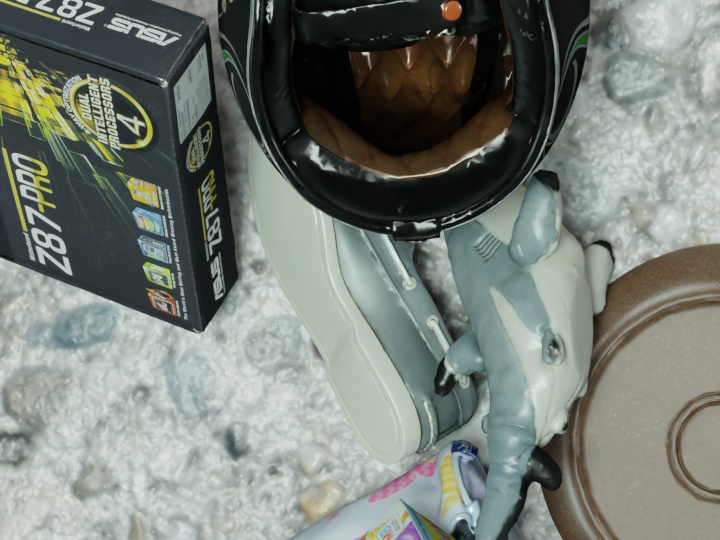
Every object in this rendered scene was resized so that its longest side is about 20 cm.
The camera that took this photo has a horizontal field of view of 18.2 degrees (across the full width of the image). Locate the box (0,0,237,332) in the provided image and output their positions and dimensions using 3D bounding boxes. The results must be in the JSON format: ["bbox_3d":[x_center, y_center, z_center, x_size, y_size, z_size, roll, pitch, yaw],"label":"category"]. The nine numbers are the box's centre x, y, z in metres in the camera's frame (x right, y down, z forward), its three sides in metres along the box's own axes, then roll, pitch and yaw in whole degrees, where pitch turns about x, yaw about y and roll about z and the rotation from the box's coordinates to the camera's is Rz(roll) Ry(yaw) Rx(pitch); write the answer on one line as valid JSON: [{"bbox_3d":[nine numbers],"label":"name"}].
[{"bbox_3d":[-0.147,-0.067,1.120,0.160,0.201,0.049,22,57,16],"label":"box"}]

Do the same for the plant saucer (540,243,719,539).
[{"bbox_3d":[0.183,0.088,1.127,0.198,0.034,0.202,0,92,13],"label":"plant saucer"}]

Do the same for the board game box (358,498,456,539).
[{"bbox_3d":[0.066,0.218,1.070,0.200,0.105,0.103,37,102,-30],"label":"board game box"}]

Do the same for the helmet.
[{"bbox_3d":[0.021,-0.128,1.081,0.198,0.191,0.202,0,119,1],"label":"helmet"}]

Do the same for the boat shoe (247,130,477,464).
[{"bbox_3d":[0.000,0.000,1.166,0.061,0.073,0.201,-17,77,-29],"label":"boat shoe"}]

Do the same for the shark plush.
[{"bbox_3d":[0.075,0.046,1.113,0.083,0.091,0.202,-8,73,25],"label":"shark plush"}]

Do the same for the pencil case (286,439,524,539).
[{"bbox_3d":[-0.009,0.168,1.146,0.199,0.091,0.084,-30,99,14],"label":"pencil case"}]
